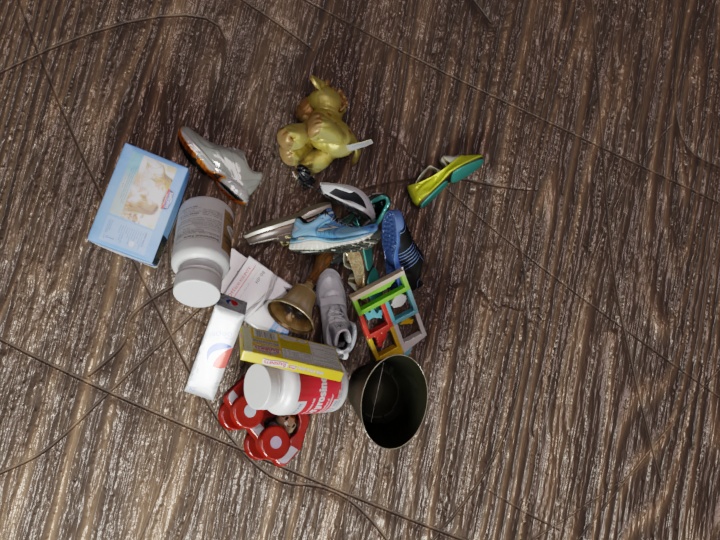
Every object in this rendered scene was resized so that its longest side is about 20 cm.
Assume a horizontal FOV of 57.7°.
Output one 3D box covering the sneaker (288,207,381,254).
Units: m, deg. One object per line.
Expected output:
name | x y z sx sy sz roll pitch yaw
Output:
sneaker | -0.054 -0.084 1.309 0.197 0.078 0.092 -2 82 18

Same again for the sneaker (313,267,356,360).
sneaker | -0.050 0.093 1.382 0.074 0.115 0.204 -5 88 -14

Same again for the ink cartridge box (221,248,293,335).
ink cartridge box | -0.219 0.052 1.368 0.199 0.067 0.117 35 80 -9

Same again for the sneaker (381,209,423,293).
sneaker | 0.096 -0.044 1.429 0.077 0.070 0.203 -18 120 -24

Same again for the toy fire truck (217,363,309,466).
toy fire truck | -0.184 0.291 1.351 0.201 0.112 0.168 51 59 -7

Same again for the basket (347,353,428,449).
basket | 0.045 0.259 1.352 0.134 0.200 0.183 13 83 -12

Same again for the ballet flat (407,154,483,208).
ballet flat | 0.190 -0.221 1.489 0.199 0.067 0.067 -36 74 -11

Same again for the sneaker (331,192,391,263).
sneaker | -0.006 -0.099 1.416 0.077 0.091 0.201 41 79 -7

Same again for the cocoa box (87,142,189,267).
cocoa box | -0.432 -0.124 1.293 0.132 0.131 0.203 20 82 -11

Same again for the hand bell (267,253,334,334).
hand bell | -0.101 0.019 1.340 0.103 0.104 0.202 33 57 -10

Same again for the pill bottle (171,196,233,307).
pill bottle | -0.311 -0.036 1.284 0.112 0.115 0.202 6 52 -13

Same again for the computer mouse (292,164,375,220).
computer mouse | -0.048 -0.166 1.366 0.198 0.110 0.044 27 83 14

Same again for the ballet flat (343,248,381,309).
ballet flat | 0.000 0.000 1.409 0.064 0.071 0.202 5 126 24

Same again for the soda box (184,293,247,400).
soda box | -0.289 0.153 1.308 0.063 0.068 0.202 20 105 -12

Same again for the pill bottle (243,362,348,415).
pill bottle | -0.127 0.228 1.298 0.198 0.111 0.114 8 84 -45

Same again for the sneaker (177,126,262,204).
sneaker | -0.292 -0.235 1.372 0.200 0.075 0.092 45 70 -15

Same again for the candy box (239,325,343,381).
candy box | -0.134 0.159 1.253 0.197 0.102 0.027 16 110 -17

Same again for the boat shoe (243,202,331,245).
boat shoe | -0.149 -0.087 1.392 0.197 0.072 0.060 -20 108 -6

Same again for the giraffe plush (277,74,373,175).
giraffe plush | -0.083 -0.320 1.391 0.197 0.173 0.165 -9 67 -3

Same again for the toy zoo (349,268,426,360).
toy zoo | 0.067 0.111 1.420 0.130 0.020 0.202 -26 115 -11
